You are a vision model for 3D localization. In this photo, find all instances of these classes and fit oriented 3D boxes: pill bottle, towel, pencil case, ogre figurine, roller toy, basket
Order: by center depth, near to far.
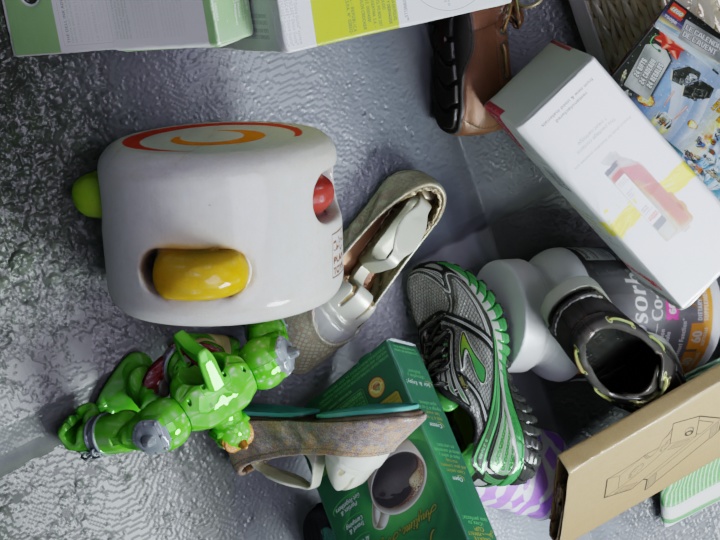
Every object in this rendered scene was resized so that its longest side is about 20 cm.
[{"bbox_3d":[-0.102,-0.031,1.479,0.181,0.200,0.141,-11,105,-32],"label":"roller toy"},{"bbox_3d":[-0.130,0.089,1.525,0.199,0.120,0.099,-12,104,-25],"label":"ogre figurine"},{"bbox_3d":[0.255,-0.265,1.655,0.135,0.123,0.201,-32,112,-27],"label":"basket"},{"bbox_3d":[0.084,0.165,1.675,0.199,0.084,0.086,13,131,-27],"label":"pencil case"},{"bbox_3d":[0.201,0.037,1.692,0.199,0.116,0.117,-1,100,-28],"label":"pill bottle"},{"bbox_3d":[0.341,0.140,1.783,0.152,0.023,0.201,-21,140,-22],"label":"towel"}]

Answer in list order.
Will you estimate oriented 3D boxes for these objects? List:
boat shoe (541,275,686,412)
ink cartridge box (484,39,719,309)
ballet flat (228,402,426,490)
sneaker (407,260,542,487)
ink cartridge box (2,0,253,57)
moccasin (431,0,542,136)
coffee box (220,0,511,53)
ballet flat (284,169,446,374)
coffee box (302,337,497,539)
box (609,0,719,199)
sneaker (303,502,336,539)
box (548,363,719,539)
[{"bbox_3d":[0.217,0.079,1.612,0.072,0.061,0.201,-41,134,10],"label":"boat shoe"},{"bbox_3d":[0.203,-0.078,1.565,0.083,0.145,0.200,-43,104,2],"label":"ink cartridge box"},{"bbox_3d":[-0.027,0.138,1.550,0.068,0.199,0.068,-6,92,-49],"label":"ballet flat"},{"bbox_3d":[0.080,0.082,1.616,0.085,0.078,0.201,-3,63,-36],"label":"sneaker"},{"bbox_3d":[-0.178,-0.232,1.421,0.048,0.199,0.147,-27,113,-51],"label":"ink cartridge box"},{"bbox_3d":[0.103,-0.211,1.619,0.077,0.074,0.203,-10,104,-26],"label":"moccasin"},{"bbox_3d":[-0.027,-0.281,1.468,0.197,0.199,0.201,-16,105,-25],"label":"coffee box"},{"bbox_3d":[0.000,0.000,1.610,0.067,0.062,0.201,38,81,-27],"label":"ballet flat"},{"bbox_3d":[0.026,0.171,1.564,0.123,0.201,0.044,-41,146,27],"label":"coffee box"},{"bbox_3d":[0.260,-0.121,1.627,0.137,0.200,0.040,37,58,0],"label":"box"},{"bbox_3d":[0.024,0.249,1.674,0.088,0.074,0.201,-51,127,-28],"label":"sneaker"},{"bbox_3d":[0.249,0.150,1.664,0.199,0.021,0.164,-27,152,-13],"label":"box"}]
